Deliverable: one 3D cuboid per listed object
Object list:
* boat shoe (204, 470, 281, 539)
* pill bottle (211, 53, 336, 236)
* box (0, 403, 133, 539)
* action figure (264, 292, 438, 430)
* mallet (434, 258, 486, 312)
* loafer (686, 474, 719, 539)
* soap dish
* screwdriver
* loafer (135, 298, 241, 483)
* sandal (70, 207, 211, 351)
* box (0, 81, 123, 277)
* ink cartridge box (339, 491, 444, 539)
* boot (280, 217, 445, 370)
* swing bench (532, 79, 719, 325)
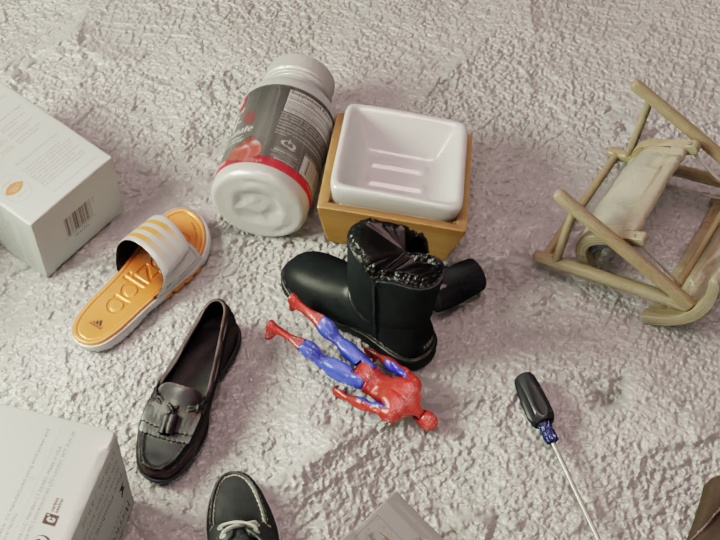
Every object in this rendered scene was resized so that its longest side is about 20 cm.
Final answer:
[{"bbox_3d":[-0.106,0.267,1.266,0.075,0.060,0.201,-11,54,-8],"label":"boat shoe"},{"bbox_3d":[-0.090,-0.146,1.540,0.110,0.111,0.201,10,54,8],"label":"pill bottle"},{"bbox_3d":[-0.337,0.238,1.245,0.199,0.131,0.200,12,54,8],"label":"box"},{"bbox_3d":[-0.003,0.102,1.397,0.200,0.052,0.065,34,66,17],"label":"action figure"},{"bbox_3d":[0.050,-0.028,1.502,0.066,0.041,0.200,-33,56,-25],"label":"mallet"},{"bbox_3d":[0.346,0.236,1.290,0.200,0.073,0.071,-33,49,-28],"label":"loafer"},{"bbox_3d":[0.039,-0.096,1.487,0.157,0.082,0.200,10,36,0],"label":"soap dish"},{"bbox_3d":[0.196,0.182,1.344,0.028,0.029,0.200,-15,50,-10],"label":"screwdriver"},{"bbox_3d":[-0.177,0.115,1.377,0.072,0.063,0.201,14,55,11],"label":"loafer"},{"bbox_3d":[-0.233,0.000,1.464,0.079,0.059,0.207,26,58,18],"label":"sandal"},{"bbox_3d":[-0.381,-0.107,1.521,0.200,0.098,0.124,34,61,22],"label":"box"},{"bbox_3d":[0.021,0.316,1.227,0.161,0.050,0.200,45,44,10],"label":"ink cartridge box"},{"bbox_3d":[0.000,0.000,1.397,0.200,0.168,0.076,33,60,23],"label":"boot"},{"bbox_3d":[0.326,-0.063,1.471,0.199,0.130,0.199,30,58,14],"label":"swing bench"}]
